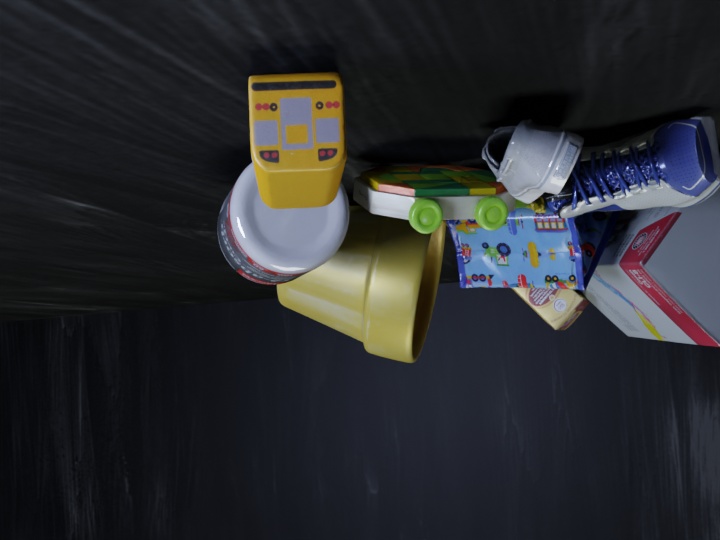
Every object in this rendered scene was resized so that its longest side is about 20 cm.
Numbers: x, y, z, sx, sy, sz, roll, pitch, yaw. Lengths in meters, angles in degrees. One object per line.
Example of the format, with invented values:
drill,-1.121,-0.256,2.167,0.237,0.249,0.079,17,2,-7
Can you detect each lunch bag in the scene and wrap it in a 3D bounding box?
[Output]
lunch bag,0.209,-0.064,1.195,0.148,0.096,0.200,0,-153,31

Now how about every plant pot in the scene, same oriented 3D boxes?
plant pot,0.000,0.000,1.331,0.186,0.205,0.201,11,178,12

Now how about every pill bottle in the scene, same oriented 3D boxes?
pill bottle,-0.085,-0.046,1.050,0.114,0.118,0.200,-3,175,-13

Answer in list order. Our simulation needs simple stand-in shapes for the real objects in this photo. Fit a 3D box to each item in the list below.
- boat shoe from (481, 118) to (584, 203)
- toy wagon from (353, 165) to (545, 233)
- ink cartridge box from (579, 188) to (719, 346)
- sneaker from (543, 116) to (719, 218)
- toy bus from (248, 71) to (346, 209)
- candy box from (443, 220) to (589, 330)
boat shoe,0.143,-0.102,0.928,0.068,0.073,0.200,26,-171,-2
toy wagon,0.095,-0.078,1.051,0.196,0.040,0.155,-3,-162,-17
ink cartridge box,0.356,-0.016,1.219,0.144,0.146,0.200,41,168,-13
sneaker,0.242,-0.087,0.999,0.114,0.082,0.199,-12,-179,-28
toy bus,-0.045,-0.093,0.754,0.064,0.080,0.200,-4,175,-4
candy box,0.199,-0.011,1.321,0.057,0.200,0.116,-48,165,9
